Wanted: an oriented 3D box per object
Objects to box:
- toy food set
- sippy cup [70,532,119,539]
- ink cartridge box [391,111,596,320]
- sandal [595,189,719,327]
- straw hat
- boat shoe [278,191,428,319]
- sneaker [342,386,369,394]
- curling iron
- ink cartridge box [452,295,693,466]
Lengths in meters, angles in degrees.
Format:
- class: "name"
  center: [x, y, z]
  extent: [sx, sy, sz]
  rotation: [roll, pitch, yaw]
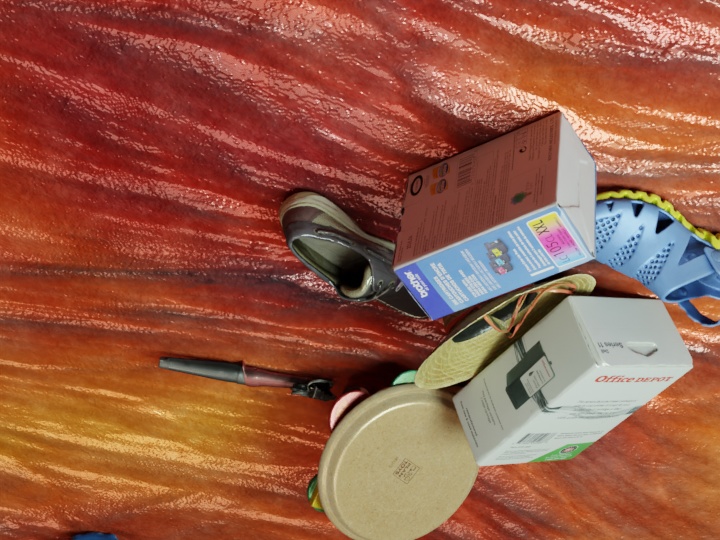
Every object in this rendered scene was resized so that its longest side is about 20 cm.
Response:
- class: "toy food set"
  center: [0.041, 0.204, 1.516]
  extent: [0.196, 0.049, 0.202]
  rotation: [19, 103, -28]
- class: "sippy cup"
  center: [-0.342, 0.414, 1.816]
  extent: [0.139, 0.177, 0.131]
  rotation: [36, 137, 36]
- class: "ink cartridge box"
  center: [0.108, -0.044, 1.262]
  extent: [0.198, 0.137, 0.077]
  rotation: [-20, 125, 26]
- class: "sandal"
  center: [0.285, -0.009, 1.313]
  extent: [0.198, 0.088, 0.080]
  rotation: [20, 137, -10]
- class: "straw hat"
  center: [0.121, 0.027, 1.363]
  extent: [0.200, 0.086, 0.201]
  rotation: [-26, 161, -10]
- class: "boat shoe"
  center: [0.000, 0.000, 1.374]
  extent: [0.199, 0.065, 0.072]
  rotation: [36, 128, -28]
- class: "sneaker"
  center: [0.047, 0.196, 1.586]
  extent: [0.114, 0.076, 0.202]
  rotation: [-17, 128, -2]
- class: "curling iron"
  center: [-0.122, 0.113, 1.534]
  extent: [0.198, 0.026, 0.050]
  rotation: [11, 174, 1]
- class: "ink cartridge box"
  center: [0.211, 0.112, 1.413]
  extent: [0.146, 0.084, 0.200]
  rotation: [3, 145, -39]
